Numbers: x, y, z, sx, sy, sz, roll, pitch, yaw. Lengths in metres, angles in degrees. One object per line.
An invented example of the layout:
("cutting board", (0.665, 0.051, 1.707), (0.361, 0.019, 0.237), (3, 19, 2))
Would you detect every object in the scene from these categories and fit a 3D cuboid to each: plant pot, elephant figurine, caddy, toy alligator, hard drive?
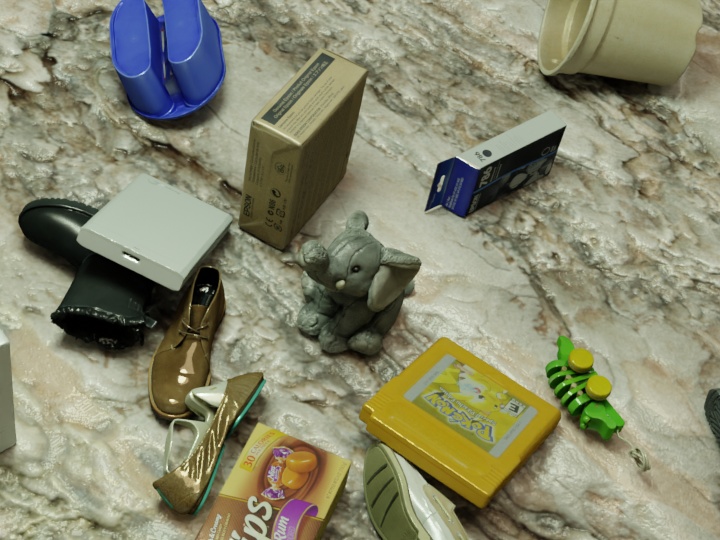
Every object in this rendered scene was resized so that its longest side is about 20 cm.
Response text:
("plant pot", (0.377, -0.350, 2.066), (0.183, 0.201, 0.201), (15, 49, -13))
("elephant figurine", (0.000, 0.000, 1.690), (0.141, 0.200, 0.155), (12, 50, 0))
("caddy", (-0.258, -0.292, 1.946), (0.141, 0.105, 0.200), (-16, 52, 8))
("toy alligator", (0.267, 0.160, 1.699), (0.054, 0.059, 0.200), (-15, 56, -21))
("hard drive", (-0.241, -0.049, 1.727), (0.132, 0.026, 0.200), (26, 25, 1))

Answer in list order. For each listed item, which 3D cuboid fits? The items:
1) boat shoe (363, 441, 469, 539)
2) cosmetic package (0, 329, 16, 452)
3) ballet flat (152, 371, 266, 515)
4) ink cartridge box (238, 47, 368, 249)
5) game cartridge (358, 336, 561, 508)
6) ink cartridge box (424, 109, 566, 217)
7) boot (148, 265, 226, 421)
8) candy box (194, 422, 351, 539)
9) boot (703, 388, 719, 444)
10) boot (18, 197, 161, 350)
("boat shoe", (0.065, 0.272, 1.572), (0.068, 0.075, 0.200), (2, 46, -34))
("cosmetic package", (-0.475, 0.115, 1.513), (0.165, 0.200, 0.165), (-31, 62, -30))
("ballet flat", (-0.173, 0.177, 1.601), (0.072, 0.068, 0.200), (31, 56, -7))
("ink cartridge box", (-0.074, -0.151, 1.799), (0.075, 0.200, 0.165), (28, 51, 11))
("game cartridge", (0.115, 0.167, 1.648), (0.176, 0.032, 0.200), (32, 34, 16))
("ink cartridge box", (0.178, -0.133, 1.896), (0.200, 0.100, 0.039), (-26, 61, -27))
("boot", (-0.200, 0.080, 1.672), (0.074, 0.076, 0.200), (13, 51, -2))
("candy box", (-0.101, 0.272, 1.546), (0.117, 0.057, 0.200), (22, 50, 8))
("boot", (0.530, 0.202, 1.716), (0.200, 0.066, 0.165), (-1, 53, -17))
("boot", (-0.326, 0.006, 1.708), (0.198, 0.073, 0.163), (16, 46, -5))
